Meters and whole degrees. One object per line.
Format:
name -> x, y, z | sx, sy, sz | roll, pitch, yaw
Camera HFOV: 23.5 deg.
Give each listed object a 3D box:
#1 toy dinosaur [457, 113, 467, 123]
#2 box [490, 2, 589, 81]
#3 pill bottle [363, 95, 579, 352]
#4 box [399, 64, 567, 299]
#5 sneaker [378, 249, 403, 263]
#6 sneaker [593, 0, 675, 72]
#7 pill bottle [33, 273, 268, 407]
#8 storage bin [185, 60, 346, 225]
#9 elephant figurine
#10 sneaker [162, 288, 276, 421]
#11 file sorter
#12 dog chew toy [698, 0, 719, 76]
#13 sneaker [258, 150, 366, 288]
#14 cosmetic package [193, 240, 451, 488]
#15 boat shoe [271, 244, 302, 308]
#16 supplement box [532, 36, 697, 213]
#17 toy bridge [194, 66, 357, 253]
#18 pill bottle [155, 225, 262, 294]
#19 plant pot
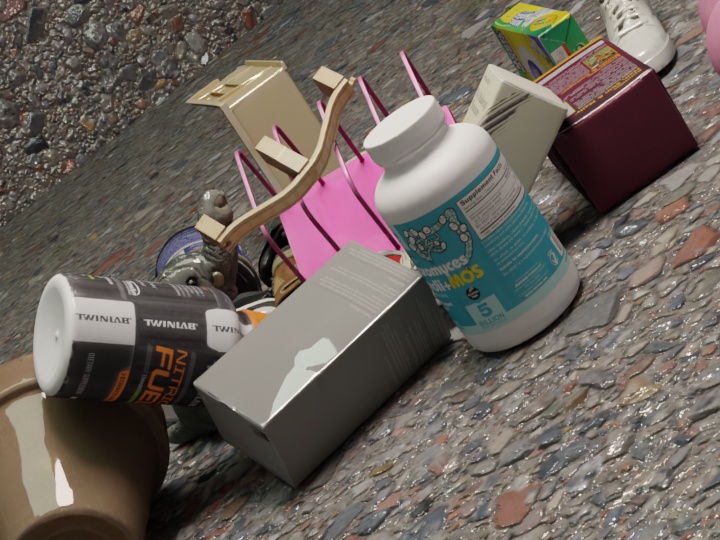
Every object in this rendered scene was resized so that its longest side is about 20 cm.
toy dinosaur -> 0.105, -0.121, 1.802 | 0.200, 0.086, 0.135 | -40, 9, -31
box -> 0.200, -0.216, 1.799 | 0.048, 0.118, 0.200 | -35, 16, -1
pill bottle -> 0.085, -0.041, 1.407 | 0.110, 0.201, 0.111 | -33, 16, 11
box -> 0.106, -0.073, 1.522 | 0.082, 0.068, 0.202 | -109, 41, -73
sneaker -> -0.016, 0.064, 1.591 | 0.200, 0.077, 0.085 | -41, 37, -12
sneaker -> 0.270, -0.271, 1.811 | 0.073, 0.116, 0.200 | -29, 19, 14
pill bottle -> -0.175, 0.063, 1.503 | 0.198, 0.107, 0.106 | 6, -3, -27
storage bin -> -0.100, -0.142, 2.050 | 0.093, 0.201, 0.198 | -37, 16, -11
elephant figurine -> -0.157, 0.047, 1.652 | 0.155, 0.201, 0.141 | -43, 18, -23
sneaker -> -0.155, 0.086, 1.791 | 0.198, 0.074, 0.112 | -25, 15, 9
file sorter -> -0.002, -0.091, 1.633 | 0.199, 0.126, 0.140 | -30, 48, 9
dog chew toy -> 0.351, -0.206, 1.480 | 0.124, 0.125, 0.201 | -26, 28, 29
sneaker -> -0.032, -0.052, 1.881 | 0.199, 0.077, 0.111 | -37, 10, 14
cosmetic package -> -0.032, 0.077, 1.478 | 0.200, 0.091, 0.106 | -43, 42, -17
boat shoe -> 0.000, 0.000, 1.702 | 0.199, 0.076, 0.074 | -21, 38, 26
supplement box -> 0.221, -0.138, 1.598 | 0.110, 0.086, 0.200 | -35, 16, 5
toy bridge -> -0.065, -0.099, 1.572 | 0.067, 0.027, 0.201 | 30, 77, 38
pill bottle -> -0.173, 0.011, 1.939 | 0.111, 0.112, 0.200 | -36, 17, 0
plant pot -> -0.261, 0.198, 1.522 | 0.199, 0.201, 0.175 | -33, 33, 8
